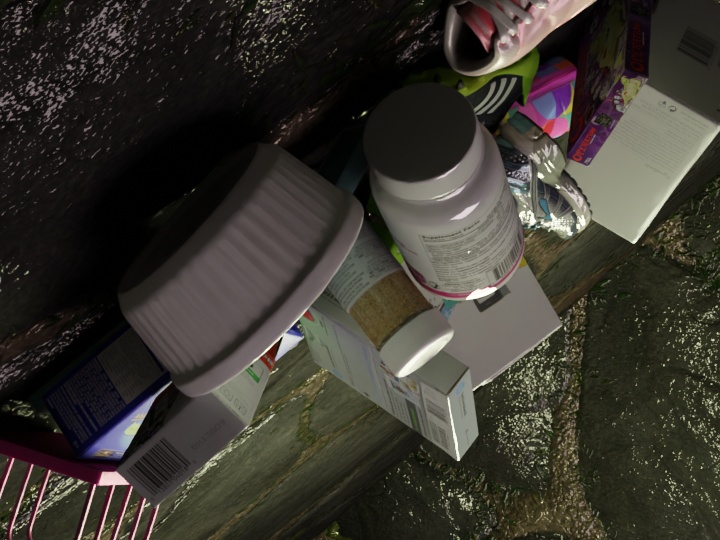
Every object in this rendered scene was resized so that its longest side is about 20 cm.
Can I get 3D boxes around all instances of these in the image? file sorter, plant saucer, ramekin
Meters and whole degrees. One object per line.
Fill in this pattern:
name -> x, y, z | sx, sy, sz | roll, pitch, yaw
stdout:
file sorter -> -0.286, 0.229, 1.220 | 0.200, 0.138, 0.126 | 38, 68, -76
plant saucer -> -0.041, -0.044, 1.103 | 0.070, 0.019, 0.201 | -2, -124, 62
ramekin -> -0.098, -0.009, 0.983 | 0.202, 0.094, 0.203 | -42, -163, 16

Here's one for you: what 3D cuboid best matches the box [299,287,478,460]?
box -> 0.026, 0.095, 1.304 | 0.041, 0.199, 0.156 | -49, 153, -20

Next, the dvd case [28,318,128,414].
dvd case -> -0.228, 0.096, 1.280 | 0.146, 0.022, 0.200 | -39, 167, 2

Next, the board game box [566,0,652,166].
board game box -> 0.239, -0.209, 1.225 | 0.120, 0.032, 0.201 | 111, -6, -48

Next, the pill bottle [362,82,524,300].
pill bottle -> 0.072, -0.065, 1.105 | 0.113, 0.113, 0.200 | -37, 149, -5

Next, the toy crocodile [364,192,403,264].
toy crocodile -> 0.033, -0.067, 1.235 | 0.062, 0.067, 0.201 | 18, 97, -62

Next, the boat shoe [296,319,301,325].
boat shoe -> -0.082, 0.033, 1.357 | 0.070, 0.066, 0.200 | -28, 163, -35

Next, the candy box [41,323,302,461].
candy box -> -0.170, 0.090, 1.206 | 0.200, 0.077, 0.169 | -39, 163, 6

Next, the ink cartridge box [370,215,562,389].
ink cartridge box -> 0.082, 0.017, 1.373 | 0.146, 0.201, 0.147 | -33, -174, -21

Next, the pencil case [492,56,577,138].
pencil case -> 0.158, -0.158, 1.328 | 0.200, 0.089, 0.088 | -29, 164, -40

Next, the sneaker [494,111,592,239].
sneaker -> 0.162, -0.078, 1.271 | 0.086, 0.078, 0.200 | -42, 144, 1

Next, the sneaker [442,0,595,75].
sneaker -> 0.141, -0.230, 1.056 | 0.104, 0.075, 0.200 | -31, 170, -47

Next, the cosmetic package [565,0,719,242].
cosmetic package -> 0.326, -0.178, 1.443 | 0.200, 0.122, 0.200 | -57, 174, -42

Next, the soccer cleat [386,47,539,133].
soccer cleat -> 0.097, -0.155, 1.178 | 0.199, 0.067, 0.082 | -28, 133, -39

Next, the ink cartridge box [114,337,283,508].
ink cartridge box -> -0.129, 0.104, 1.079 | 0.109, 0.050, 0.200 | -41, -169, 17

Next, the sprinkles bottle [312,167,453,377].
sprinkles bottle -> 0.000, 0.000, 1.175 | 0.068, 0.200, 0.068 | -35, 166, -10
